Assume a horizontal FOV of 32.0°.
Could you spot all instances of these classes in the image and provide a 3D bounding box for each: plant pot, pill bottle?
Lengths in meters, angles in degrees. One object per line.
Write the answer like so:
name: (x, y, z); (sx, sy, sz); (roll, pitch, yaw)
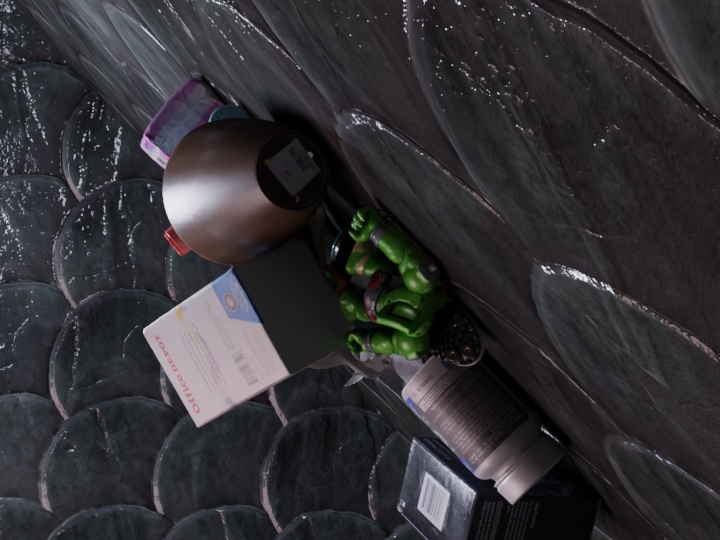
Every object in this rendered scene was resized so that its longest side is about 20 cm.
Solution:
plant pot: (-0.120, -0.108, 1.515); (0.187, 0.187, 0.200); (50, 157, -14)
pill bottle: (0.158, 0.193, 1.599); (0.200, 0.114, 0.114); (46, 172, 14)

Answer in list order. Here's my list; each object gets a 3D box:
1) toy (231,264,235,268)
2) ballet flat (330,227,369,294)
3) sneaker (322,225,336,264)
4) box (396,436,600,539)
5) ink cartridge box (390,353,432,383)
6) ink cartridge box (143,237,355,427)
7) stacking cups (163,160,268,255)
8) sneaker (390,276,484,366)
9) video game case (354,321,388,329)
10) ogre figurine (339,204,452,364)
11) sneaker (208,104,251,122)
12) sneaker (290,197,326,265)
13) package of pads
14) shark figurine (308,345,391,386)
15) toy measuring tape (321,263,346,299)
toy: (-0.137, 0.029, 1.775); (0.115, 0.047, 0.200); (64, -165, 13)
ballet flat: (0.000, 0.000, 1.701); (0.068, 0.068, 0.200); (31, 164, 9)
sneaker: (-0.087, -0.070, 1.858); (0.200, 0.075, 0.088); (47, 154, -5)
box: (0.185, 0.320, 1.723); (0.200, 0.118, 0.197); (8, -168, -26)
ink cartridge box: (0.085, 0.138, 1.841); (0.200, 0.057, 0.163); (37, -177, 34)
ink cartridge box: (-0.140, 0.078, 1.578); (0.200, 0.145, 0.147); (-30, 88, 40)
stacking cups: (-0.172, -0.097, 1.660); (0.061, 0.200, 0.061); (46, 170, 11)
sneaker: (0.090, 0.060, 1.538); (0.072, 0.072, 0.200); (18, -170, -41)
video game case: (0.009, 0.072, 1.715); (0.200, 0.017, 0.143); (6, -170, -23)
ogre figurine: (0.036, 0.032, 1.469); (0.120, 0.200, 0.098); (28, -159, 30)
sneaker: (-0.179, -0.126, 1.769); (0.079, 0.200, 0.131); (7, 179, 0)
sneaker: (-0.100, -0.045, 1.763); (0.200, 0.090, 0.075); (92, 155, -53)
package of pads: (-0.271, -0.219, 1.903); (0.076, 0.121, 0.200); (43, 173, -8)
shark figurine: (-0.002, 0.136, 1.805); (0.128, 0.089, 0.214); (52, -161, 3)
toy measuring tape: (-0.075, 0.019, 1.667); (0.200, 0.074, 0.074); (21, 154, 50)
